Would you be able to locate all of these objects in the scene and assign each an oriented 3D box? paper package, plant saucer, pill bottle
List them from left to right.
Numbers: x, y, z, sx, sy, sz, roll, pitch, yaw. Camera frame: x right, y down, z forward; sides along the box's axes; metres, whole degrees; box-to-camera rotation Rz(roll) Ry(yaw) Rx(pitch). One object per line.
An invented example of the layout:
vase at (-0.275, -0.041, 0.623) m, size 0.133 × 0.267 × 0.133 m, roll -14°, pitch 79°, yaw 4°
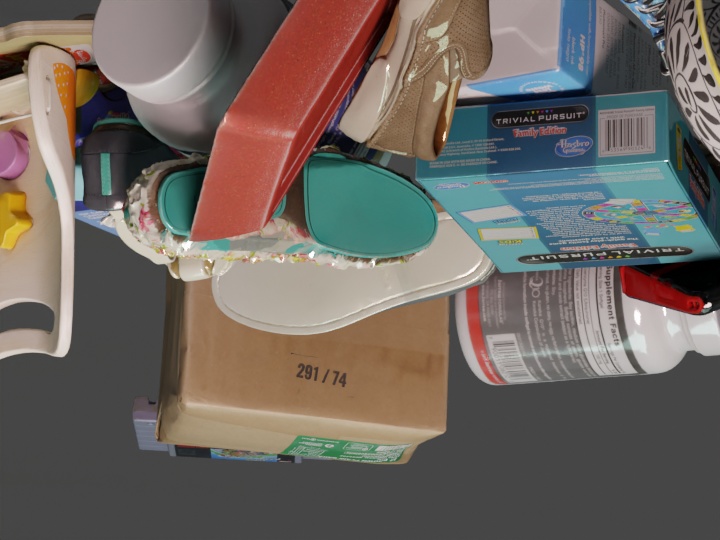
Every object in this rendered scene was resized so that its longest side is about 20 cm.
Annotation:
pill bottle at (-0.070, -0.113, 1.508) m, size 0.111 × 0.111 × 0.200 m, roll -7°, pitch 160°, yaw 29°
paper package at (-0.043, 0.037, 1.846) m, size 0.200 × 0.191 × 0.103 m, roll 6°, pitch 163°, yaw -14°
plant saucer at (-0.020, -0.115, 1.352) m, size 0.037 × 0.200 × 0.200 m, roll 31°, pitch 161°, yaw 2°
pill bottle at (0.181, 0.023, 1.889) m, size 0.200 × 0.116 × 0.116 m, roll -5°, pitch 161°, yaw 24°

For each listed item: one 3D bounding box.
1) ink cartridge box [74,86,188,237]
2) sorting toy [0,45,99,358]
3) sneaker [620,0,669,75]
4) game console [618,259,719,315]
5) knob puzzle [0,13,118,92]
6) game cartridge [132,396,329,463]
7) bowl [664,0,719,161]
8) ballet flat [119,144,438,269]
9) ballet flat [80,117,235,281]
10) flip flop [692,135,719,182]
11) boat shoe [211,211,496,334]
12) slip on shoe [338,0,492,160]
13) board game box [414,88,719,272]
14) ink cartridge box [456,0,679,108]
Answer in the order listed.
ink cartridge box at (-0.121, -0.072, 1.679) m, size 0.136 × 0.076 × 0.200 m, roll -11°, pitch 160°, yaw 28°
sorting toy at (-0.232, -0.028, 1.568) m, size 0.200 × 0.180 × 0.107 m, roll -11°, pitch 172°, yaw 35°
sneaker at (0.181, -0.151, 1.378) m, size 0.200 × 0.090 × 0.078 m, roll 18°, pitch 157°, yaw -38°
game console at (0.280, -0.020, 1.665) m, size 0.200 × 0.031 × 0.177 m, roll -22°, pitch -167°, yaw -10°
knob puzzle at (-0.193, -0.139, 1.574) m, size 0.219 × 0.030 × 0.220 m, roll -7°, pitch 173°, yaw -1°
game cartridge at (-0.124, 0.161, 2.519) m, size 0.200 × 0.038 × 0.130 m, roll 3°, pitch 158°, yaw -1°
bowl at (0.225, -0.111, 1.312) m, size 0.201 × 0.201 × 0.094 m, roll 13°, pitch 159°, yaw -29°
ballet flat at (-0.051, -0.037, 1.482) m, size 0.200 × 0.076 × 0.064 m, roll 6°, pitch 171°, yaw -31°
ballet flat at (-0.115, -0.032, 1.568) m, size 0.073 × 0.073 × 0.200 m, roll -5°, pitch 162°, yaw 23°
flip flop at (0.212, -0.071, 1.697) m, size 0.200 × 0.058 × 0.081 m, roll -18°, pitch 149°, yaw 13°
boat shoe at (0.000, 0.000, 1.699) m, size 0.200 × 0.073 × 0.062 m, roll -11°, pitch 178°, yaw 17°
slip on shoe at (0.048, -0.133, 1.401) m, size 0.061 × 0.076 × 0.200 m, roll 30°, pitch 134°, yaw 1°
board game box at (0.133, -0.051, 1.548) m, size 0.151 × 0.047 × 0.200 m, roll -3°, pitch 163°, yaw 17°
ink cartridge box at (0.122, -0.110, 1.556) m, size 0.116 × 0.067 × 0.200 m, roll -8°, pitch 160°, yaw 32°
